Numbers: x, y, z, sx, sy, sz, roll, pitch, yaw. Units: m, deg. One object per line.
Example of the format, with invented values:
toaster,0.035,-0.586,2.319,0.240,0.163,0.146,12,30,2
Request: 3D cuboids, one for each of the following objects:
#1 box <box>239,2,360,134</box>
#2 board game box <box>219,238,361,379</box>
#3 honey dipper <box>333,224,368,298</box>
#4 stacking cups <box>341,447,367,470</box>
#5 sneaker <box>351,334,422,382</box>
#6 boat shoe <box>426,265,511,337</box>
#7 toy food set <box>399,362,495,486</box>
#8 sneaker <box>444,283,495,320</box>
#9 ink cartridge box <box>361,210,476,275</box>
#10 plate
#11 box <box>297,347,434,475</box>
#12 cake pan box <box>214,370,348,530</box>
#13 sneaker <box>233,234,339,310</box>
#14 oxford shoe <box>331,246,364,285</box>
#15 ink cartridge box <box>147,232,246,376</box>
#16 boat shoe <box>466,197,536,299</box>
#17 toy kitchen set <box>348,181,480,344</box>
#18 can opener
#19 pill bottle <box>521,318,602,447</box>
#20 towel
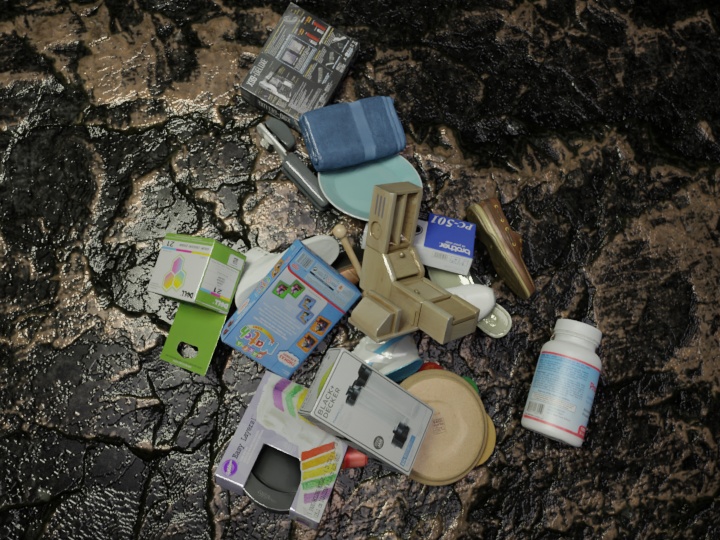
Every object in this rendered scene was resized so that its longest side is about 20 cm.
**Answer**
box,-0.112,-0.378,1.077,0.155,0.050,0.204,28,78,-1
board game box,-0.114,0.070,0.947,0.201,0.037,0.151,-49,125,4
honey dipper,0.000,0.000,0.975,0.038,0.038,0.203,-34,128,-11
stacking cups,-0.086,0.316,0.965,0.194,0.061,0.062,-4,81,-8
sneaker,0.007,0.168,1.000,0.195,0.077,0.082,-21,60,-5
boat shoe,0.197,0.042,1.047,0.072,0.067,0.200,-46,74,13
toy food set,0.134,0.271,1.005,0.196,0.049,0.202,-26,85,-10
sneaker,0.138,0.068,0.990,0.195,0.080,0.073,-12,82,15
ink cartridge box,0.106,-0.062,1.023,0.194,0.045,0.095,14,46,3
plate,0.017,-0.156,1.039,0.194,0.026,0.204,7,52,-8
box,0.011,0.225,0.908,0.198,0.060,0.118,37,68,-17
cake pan box,-0.115,0.288,0.920,0.180,0.053,0.203,21,53,7
sneaker,-0.139,-0.020,0.981,0.197,0.116,0.075,-30,127,-8
oxford shoe,-0.028,0.010,1.029,0.196,0.071,0.073,-23,114,-12
ink cartridge box,-0.286,0.052,0.937,0.145,0.075,0.205,7,75,39
boat shoe,0.274,-0.045,1.060,0.066,0.072,0.203,-28,83,-8
toy kitchen set,0.067,-0.009,0.857,0.160,0.198,0.185,-12,122,-39
can opener,-0.118,-0.199,1.047,0.066,0.053,0.201,-39,87,-12
pill bottle,0.364,0.197,1.014,0.106,0.109,0.205,20,80,-3
towel,-0.013,-0.251,1.041,0.196,0.048,0.115,-19,89,-28
